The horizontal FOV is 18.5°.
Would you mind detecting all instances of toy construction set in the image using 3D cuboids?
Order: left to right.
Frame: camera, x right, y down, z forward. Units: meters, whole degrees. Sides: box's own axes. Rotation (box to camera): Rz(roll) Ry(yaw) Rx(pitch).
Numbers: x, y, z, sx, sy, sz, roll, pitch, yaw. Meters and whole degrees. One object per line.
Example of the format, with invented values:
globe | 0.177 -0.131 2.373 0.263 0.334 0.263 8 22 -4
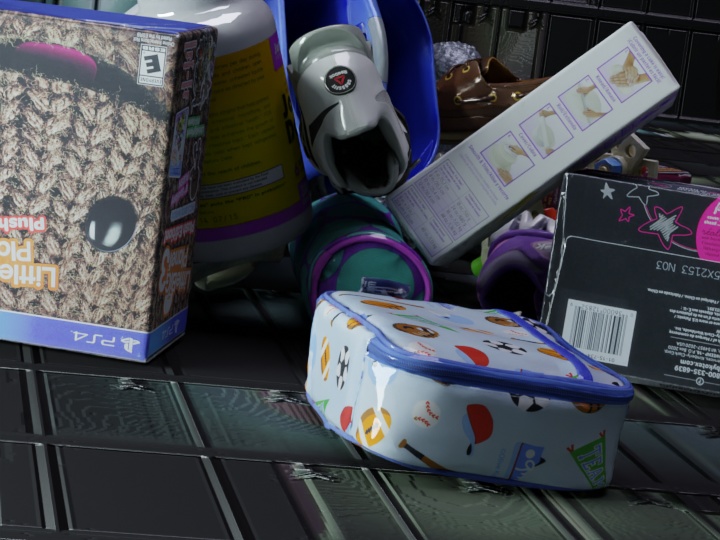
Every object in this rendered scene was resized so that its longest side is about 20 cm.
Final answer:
toy construction set | 0.151 -0.043 1.716 0.200 0.131 0.092 -13 -16 -38

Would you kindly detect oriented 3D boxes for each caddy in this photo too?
caddy | -0.013 -0.143 1.628 0.141 0.200 0.105 11 -27 -33

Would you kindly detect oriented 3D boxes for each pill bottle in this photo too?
pill bottle | -0.098 -0.114 1.445 0.104 0.200 0.104 -10 20 3

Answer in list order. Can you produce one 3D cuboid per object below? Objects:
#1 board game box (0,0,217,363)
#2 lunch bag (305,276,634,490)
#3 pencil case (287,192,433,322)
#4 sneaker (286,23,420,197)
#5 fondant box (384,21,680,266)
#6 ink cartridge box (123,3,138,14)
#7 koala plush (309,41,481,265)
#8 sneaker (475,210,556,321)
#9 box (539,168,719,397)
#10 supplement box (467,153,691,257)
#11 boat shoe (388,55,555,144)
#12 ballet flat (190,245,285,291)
board game box | -0.184 -0.060 1.358 0.159 0.200 0.097 8 10 8
lunch bag | 0.059 0.061 1.213 0.160 0.076 0.200 7 10 -14
pencil case | 0.000 0.000 1.498 0.092 0.085 0.200 34 6 -9
sneaker | -0.001 -0.077 1.463 0.074 0.089 0.200 -21 -24 5
fondant box | 0.117 -0.081 1.492 0.200 0.058 0.144 -37 -4 5
ink cartridge box | -0.118 -0.210 1.672 0.198 0.043 0.200 -43 13 -36
koala plush | 0.029 -0.065 1.800 0.177 0.184 0.200 -5 31 -5
sneaker | 0.167 0.014 1.569 0.200 0.081 0.088 5 32 31
box | 0.229 0.012 1.457 0.200 0.132 0.115 10 6 14
supplement box | 0.166 -0.054 1.905 0.131 0.103 0.200 3 9 -37
boat shoe | 0.094 -0.131 1.687 0.200 0.068 0.072 9 17 31
ballet flat | -0.115 -0.009 1.546 0.067 0.062 0.200 29 30 33
